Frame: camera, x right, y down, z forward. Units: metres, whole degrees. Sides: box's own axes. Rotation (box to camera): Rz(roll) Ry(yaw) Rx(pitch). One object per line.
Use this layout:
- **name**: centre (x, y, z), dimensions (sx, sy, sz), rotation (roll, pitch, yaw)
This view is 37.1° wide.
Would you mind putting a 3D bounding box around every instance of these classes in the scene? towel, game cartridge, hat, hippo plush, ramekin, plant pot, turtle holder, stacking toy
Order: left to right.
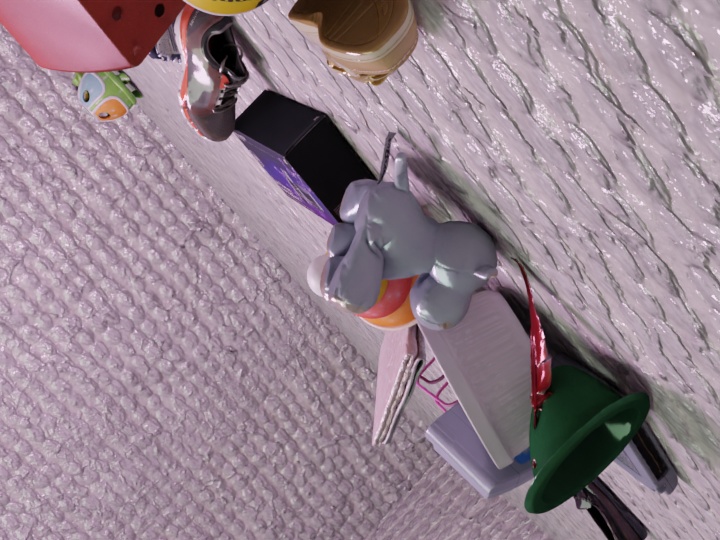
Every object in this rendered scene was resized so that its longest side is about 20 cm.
- **plant pot**: centre (-0.299, -0.338, 1.198), dimensions (0.175, 0.201, 0.200), rotation (26, 164, 32)
- **turtle holder**: centre (-0.663, -0.465, 2.736), dimensions (0.185, 0.132, 0.141), rotation (44, 174, 1)
- **stacking toy**: centre (0.000, 0.000, 1.267), dimensions (0.146, 0.147, 0.199), rotation (41, -162, 22)
- **towel**: centre (0.056, 0.106, 1.441), dimensions (0.032, 0.193, 0.202), rotation (12, 134, -6)
- **hippo plush**: centre (0.060, -0.028, 1.133), dimensions (0.159, 0.202, 0.160), rotation (20, -161, -15)
- **ramekin**: centre (0.158, 0.121, 1.267), dimensions (0.202, 0.104, 0.200), rotation (61, -177, -5)
- **game cartridge**: centre (0.195, 0.200, 1.377), dimensions (0.133, 0.199, 0.041), rotation (43, 144, 22)
- **hat**: centre (0.196, 0.127, 1.149), dimensions (0.165, 0.201, 0.176), rotation (8, -146, -54)
- **game cartridge**: centre (0.295, 0.180, 1.275), dimensions (0.200, 0.041, 0.133), rotation (51, 175, -40)

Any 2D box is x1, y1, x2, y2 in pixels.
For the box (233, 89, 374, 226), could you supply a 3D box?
- **box**: centre (-0.072, -0.145, 1.392), dimensions (0.142, 0.079, 0.200), rotation (52, 170, -30)

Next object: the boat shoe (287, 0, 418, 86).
- **boat shoe**: centre (0.006, -0.176, 0.803), dimensions (0.069, 0.074, 0.200), rotation (45, -177, -27)

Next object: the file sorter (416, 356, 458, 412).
- **file sorter**: centre (0.169, 0.164, 1.537), dimensions (0.200, 0.125, 0.139), rotation (48, 172, -25)

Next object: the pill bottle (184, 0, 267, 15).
- **pill bottle**: centre (-0.097, -0.251, 0.788), dimensions (0.111, 0.111, 0.200), rotation (46, 173, -11)

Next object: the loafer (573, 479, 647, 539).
- **loafer**: centre (0.393, 0.393, 1.792), dimensions (0.200, 0.063, 0.072), rotation (45, 173, 0)

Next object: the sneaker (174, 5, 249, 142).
- **sneaker**: centre (-0.178, -0.235, 1.335), dimensions (0.081, 0.077, 0.202), rotation (27, 145, 28)

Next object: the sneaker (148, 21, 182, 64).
- **sneaker**: centre (-0.248, -0.309, 1.431), dimensions (0.077, 0.085, 0.200), rotation (36, 169, 51)
